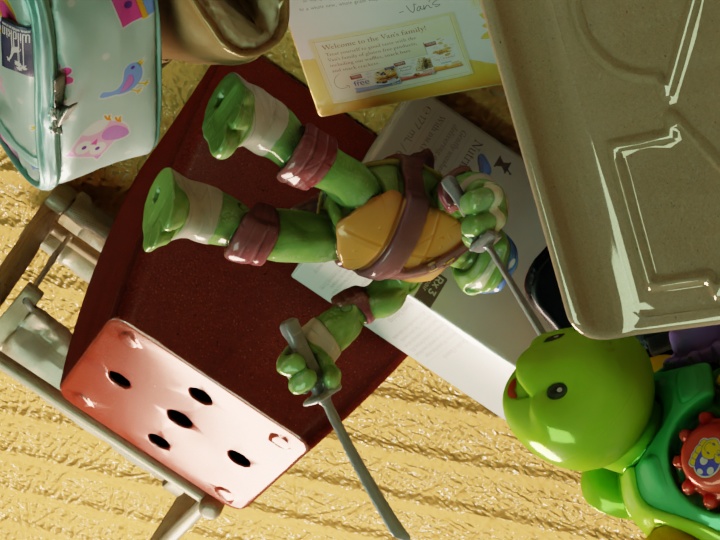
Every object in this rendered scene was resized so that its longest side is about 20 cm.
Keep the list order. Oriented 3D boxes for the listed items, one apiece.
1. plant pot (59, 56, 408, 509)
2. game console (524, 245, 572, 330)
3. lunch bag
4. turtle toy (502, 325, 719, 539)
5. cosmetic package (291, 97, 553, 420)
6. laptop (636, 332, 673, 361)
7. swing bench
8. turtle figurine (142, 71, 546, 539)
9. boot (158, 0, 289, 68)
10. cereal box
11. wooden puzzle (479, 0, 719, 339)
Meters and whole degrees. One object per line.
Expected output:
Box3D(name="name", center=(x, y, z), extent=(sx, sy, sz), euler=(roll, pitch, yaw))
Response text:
Box3D(name="plant pot", center=(-0.066, 0.022, 1.317), extent=(0.200, 0.176, 0.200), euler=(34, 149, -6))
Box3D(name="game console", center=(0.217, 0.021, 1.138), extent=(0.200, 0.172, 0.119), euler=(46, 172, -24))
Box3D(name="lunch bag", center=(-0.168, -0.141, 1.062), extent=(0.200, 0.077, 0.160), euler=(54, 151, 31))
Box3D(name="turtle toy", center=(0.161, 0.074, 0.985), extent=(0.200, 0.146, 0.101), euler=(5, 132, -3))
Box3D(name="cosmetic package", center=(0.077, 0.006, 1.227), extent=(0.200, 0.113, 0.081), euler=(32, 158, -4))
Box3D(name="laptop", center=(0.207, -0.030, 1.075), extent=(0.187, 0.116, 0.200), euler=(-22, 155, 16))
Box3D(name="swing bench", center=(-0.159, 0.060, 1.443), extent=(0.199, 0.200, 0.130), euler=(35, 138, -8))
Box3D(name="turtle figurine", center=(0.000, 0.000, 1.077), extent=(0.194, 0.200, 0.144), euler=(23, 155, -23))
Box3D(name="boot", center=(-0.111, -0.178, 1.087), extent=(0.175, 0.066, 0.200), euler=(60, 163, -10))
Box3D(name="cereal box", center=(0.025, -0.165, 1.048), extent=(0.144, 0.040, 0.200), euler=(-9, 137, 9))
Box3D(name="wooden puzzle", center=(0.157, -0.075, 0.866), extent=(0.200, 0.046, 0.185), euler=(-10, 102, 31))
